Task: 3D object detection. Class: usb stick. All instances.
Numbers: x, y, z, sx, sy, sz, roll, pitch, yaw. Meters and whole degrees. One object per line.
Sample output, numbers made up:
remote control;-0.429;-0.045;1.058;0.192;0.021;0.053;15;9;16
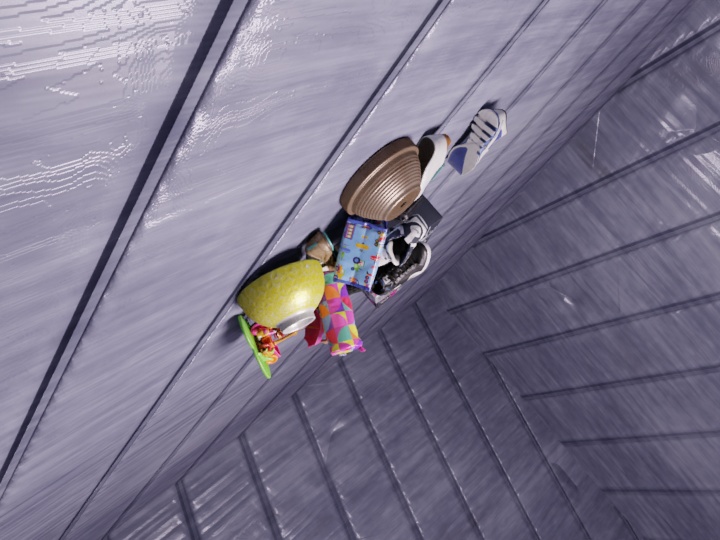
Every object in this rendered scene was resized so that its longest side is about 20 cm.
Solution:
usb stick;0.112;-0.160;1.388;0.200;0.055;0.033;-49;152;-63

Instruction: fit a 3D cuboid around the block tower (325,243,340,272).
block tower;-0.079;0.008;1.475;0.058;0.054;0.200;-35;167;-29

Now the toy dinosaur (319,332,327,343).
toy dinosaur;-0.063;0.118;1.452;0.136;0.085;0.200;-56;-149;4

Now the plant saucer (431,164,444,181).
plant saucer;0.150;-0.235;1.418;0.199;0.019;0.070;-29;164;-50

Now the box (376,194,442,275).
box;0.106;-0.094;1.580;0.199;0.104;0.182;-36;167;-22

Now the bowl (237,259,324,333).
bowl;-0.155;0.072;1.219;0.198;0.109;0.200;-26;167;-6

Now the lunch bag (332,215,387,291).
lunch bag;0.009;-0.064;1.313;0.200;0.093;0.152;-69;175;-69

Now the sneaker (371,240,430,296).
sneaker;0.101;0.007;1.499;0.111;0.073;0.200;-28;164;-48

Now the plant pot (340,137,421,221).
plant pot;0.061;-0.170;1.174;0.200;0.093;0.201;-39;170;-8

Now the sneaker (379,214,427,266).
sneaker;0.068;-0.049;1.374;0.198;0.080;0.130;-27;-166;34

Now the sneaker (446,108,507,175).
sneaker;0.315;-0.334;1.432;0.115;0.081;0.200;-29;162;-39

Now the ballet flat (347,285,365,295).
ballet flat;-0.009;0.044;1.665;0.198;0.067;0.057;-14;134;17

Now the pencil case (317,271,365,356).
pencil case;-0.055;0.104;1.335;0.087;0.202;0.088;-15;166;-4

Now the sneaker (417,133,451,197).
sneaker;0.147;-0.228;1.282;0.084;0.073;0.200;-26;160;-38

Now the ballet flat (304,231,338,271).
ballet flat;-0.087;-0.032;1.281;0.072;0.068;0.200;-31;167;0

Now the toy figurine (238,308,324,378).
toy figurine;-0.176;0.141;1.354;0.182;0.151;0.201;-24;141;-6

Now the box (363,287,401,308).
box;0.051;0.027;1.779;0.114;0.132;0.200;-40;168;-5
